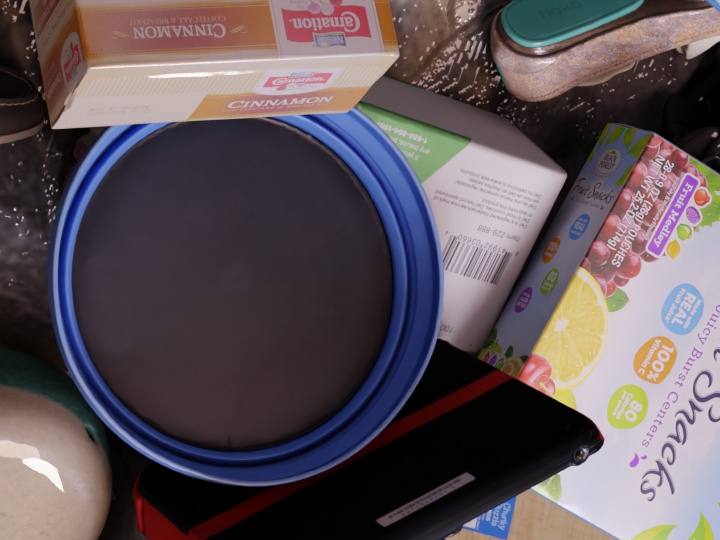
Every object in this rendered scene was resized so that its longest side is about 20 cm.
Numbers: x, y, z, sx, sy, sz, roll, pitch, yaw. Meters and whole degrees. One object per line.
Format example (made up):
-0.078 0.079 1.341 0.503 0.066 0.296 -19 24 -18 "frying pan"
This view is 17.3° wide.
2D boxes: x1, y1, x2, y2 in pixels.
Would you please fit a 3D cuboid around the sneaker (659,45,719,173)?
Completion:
0.203 -0.044 1.382 0.111 0.077 0.201 23 108 -30 "sneaker"

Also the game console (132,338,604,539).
-0.002 0.101 1.185 0.199 0.177 0.031 -26 118 -22 "game console"

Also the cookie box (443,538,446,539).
-0.029 0.205 1.275 0.075 0.200 0.172 15 89 -14 "cookie box"

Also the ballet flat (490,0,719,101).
0.163 -0.145 1.326 0.199 0.068 0.067 -17 141 -10 "ballet flat"

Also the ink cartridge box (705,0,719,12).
0.140 -0.223 1.184 0.085 0.200 0.144 -45 125 8 "ink cartridge box"

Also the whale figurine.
-0.227 0.112 1.264 0.199 0.104 0.159 -23 127 17 "whale figurine"

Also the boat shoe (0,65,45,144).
-0.245 -0.101 1.146 0.199 0.067 0.057 5 118 -23 "boat shoe"

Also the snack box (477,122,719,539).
0.165 0.047 1.306 0.168 0.068 0.201 31 89 -21 "snack box"

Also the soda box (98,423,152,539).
-0.101 0.153 1.264 0.063 0.200 0.071 13 109 -23 "soda box"

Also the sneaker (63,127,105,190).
-0.088 -0.097 1.221 0.088 0.081 0.201 0 121 -33 "sneaker"

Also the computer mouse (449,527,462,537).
0.089 0.067 1.365 0.044 0.110 0.201 30 88 5 "computer mouse"

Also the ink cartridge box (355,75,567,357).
0.000 0.000 1.303 0.145 0.084 0.201 17 108 -31 "ink cartridge box"

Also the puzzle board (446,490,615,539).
0.116 0.182 1.452 0.150 0.017 0.201 13 113 8 "puzzle board"

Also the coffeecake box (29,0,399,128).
-0.081 -0.175 1.109 0.152 0.073 0.201 -4 73 -24 "coffeecake box"

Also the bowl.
-0.057 0.004 1.160 0.199 0.039 0.202 1 86 -18 "bowl"
